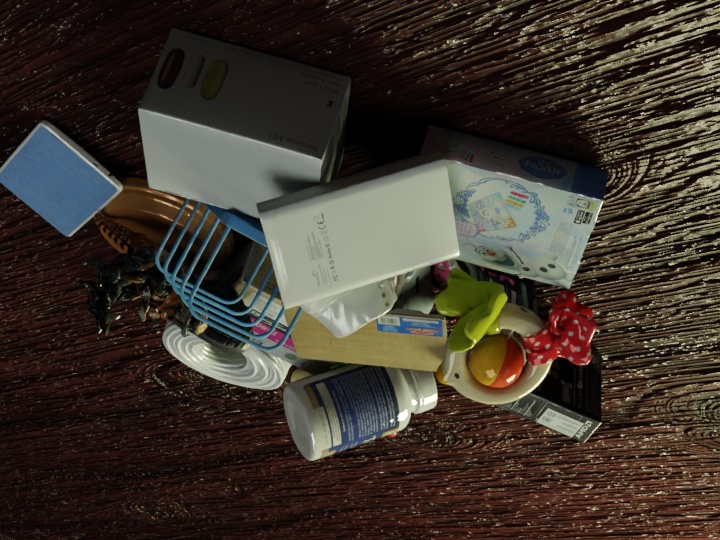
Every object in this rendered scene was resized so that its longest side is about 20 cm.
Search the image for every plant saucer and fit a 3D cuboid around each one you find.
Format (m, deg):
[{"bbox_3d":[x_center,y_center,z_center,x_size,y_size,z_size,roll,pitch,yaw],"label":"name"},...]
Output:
[{"bbox_3d":[-0.264,-0.050,1.750,0.198,0.038,0.201,13,151,7],"label":"plant saucer"}]

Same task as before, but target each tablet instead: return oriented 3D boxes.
[{"bbox_3d":[-0.389,-0.115,1.709,0.130,0.014,0.199,41,147,-14],"label":"tablet"}]

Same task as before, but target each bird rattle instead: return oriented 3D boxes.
[{"bbox_3d":[0.173,0.082,1.549,0.198,0.113,0.164,15,119,-24],"label":"bird rattle"}]

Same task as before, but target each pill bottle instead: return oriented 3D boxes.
[{"bbox_3d":[0.001,0.182,1.848,0.198,0.112,0.111,-17,159,-19],"label":"pill bottle"}]

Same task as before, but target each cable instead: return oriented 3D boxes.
[{"bbox_3d":[-0.192,0.105,1.949,0.199,0.070,0.199,36,147,-31],"label":"cable"}]

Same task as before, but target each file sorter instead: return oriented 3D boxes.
[{"bbox_3d":[-0.147,-0.006,1.569,0.138,0.124,0.200,27,-176,-25],"label":"file sorter"}]

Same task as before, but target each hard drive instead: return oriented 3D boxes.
[{"bbox_3d":[0.000,-0.042,1.395,0.198,0.026,0.133,-17,130,-6],"label":"hard drive"}]

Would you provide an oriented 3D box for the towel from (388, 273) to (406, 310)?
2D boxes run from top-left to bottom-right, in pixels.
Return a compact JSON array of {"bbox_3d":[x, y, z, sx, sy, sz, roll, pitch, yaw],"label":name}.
[{"bbox_3d":[0.000,0.000,1.618,0.133,0.034,0.201,50,159,20],"label":"towel"}]

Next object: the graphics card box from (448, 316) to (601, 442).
[{"bbox_3d":[0.211,0.125,1.689,0.198,0.126,0.051,22,130,-10],"label":"graphics card box"}]

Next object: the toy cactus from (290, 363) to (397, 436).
[{"bbox_3d":[-0.032,0.191,2.003,0.164,0.103,0.200,13,162,29],"label":"toy cactus"}]

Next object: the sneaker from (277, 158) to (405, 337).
[{"bbox_3d":[0.012,-0.020,1.486,0.116,0.200,0.074,43,178,-25],"label":"sneaker"}]

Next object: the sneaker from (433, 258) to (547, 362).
[{"bbox_3d":[0.163,0.026,1.609,0.200,0.087,0.074,51,169,-12],"label":"sneaker"}]

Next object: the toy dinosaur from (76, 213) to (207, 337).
[{"bbox_3d":[-0.277,0.012,1.676,0.199,0.135,0.103,34,135,35],"label":"toy dinosaur"}]

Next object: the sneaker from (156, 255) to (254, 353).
[{"bbox_3d":[-0.211,0.050,1.739,0.199,0.076,0.091,36,156,27],"label":"sneaker"}]

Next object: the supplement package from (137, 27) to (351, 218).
[{"bbox_3d":[-0.122,-0.145,1.420,0.198,0.112,0.156,15,152,4],"label":"supplement package"}]

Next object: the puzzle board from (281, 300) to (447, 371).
[{"bbox_3d":[0.010,0.078,1.637,0.197,0.018,0.151,5,152,9],"label":"puzzle board"}]

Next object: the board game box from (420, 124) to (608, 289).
[{"bbox_3d":[0.157,-0.066,1.470,0.197,0.044,0.201,14,152,5],"label":"board game box"}]

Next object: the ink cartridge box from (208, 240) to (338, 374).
[{"bbox_3d":[-0.098,0.052,1.796,0.199,0.076,0.165,27,150,-18],"label":"ink cartridge box"}]

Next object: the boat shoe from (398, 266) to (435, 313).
[{"bbox_3d":[0.053,0.020,1.678,0.062,0.072,0.201,49,161,21],"label":"boat shoe"}]
